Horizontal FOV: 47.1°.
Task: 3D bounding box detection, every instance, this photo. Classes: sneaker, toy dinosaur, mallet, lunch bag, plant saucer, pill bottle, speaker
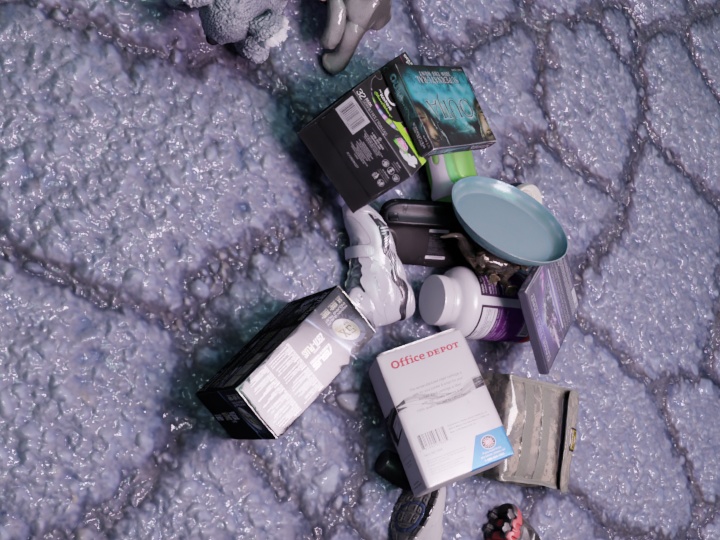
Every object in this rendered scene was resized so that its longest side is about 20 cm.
[{"bbox_3d":[0.000,0.000,1.240,0.114,0.075,0.202,-29,98,-33],"label":"sneaker"},{"bbox_3d":[0.197,-0.020,1.273,0.197,0.102,0.078,7,113,-20],"label":"toy dinosaur"},{"bbox_3d":[0.075,0.230,1.266,0.065,0.041,0.203,27,64,-21],"label":"mallet"},{"bbox_3d":[0.276,0.262,1.325,0.198,0.117,0.167,15,78,-30],"label":"lunch bag"},{"bbox_3d":[0.087,0.409,1.224,0.087,0.074,0.203,30,73,-34],"label":"sneaker"},{"bbox_3d":[0.224,-0.072,1.264,0.197,0.028,0.202,17,38,-13],"label":"plant saucer"},{"bbox_3d":[0.195,0.054,1.321,0.197,0.112,0.115,7,77,-28],"label":"pill bottle"},{"bbox_3d":[0.206,-0.082,1.385,0.198,0.085,0.076,-29,109,-7],"label":"sneaker"},{"bbox_3d":[0.141,-0.204,1.356,0.087,0.088,0.204,-8,84,-31],"label":"speaker"},{"bbox_3d":[0.221,0.471,1.278,0.097,0.071,0.202,37,63,-16],"label":"sneaker"}]

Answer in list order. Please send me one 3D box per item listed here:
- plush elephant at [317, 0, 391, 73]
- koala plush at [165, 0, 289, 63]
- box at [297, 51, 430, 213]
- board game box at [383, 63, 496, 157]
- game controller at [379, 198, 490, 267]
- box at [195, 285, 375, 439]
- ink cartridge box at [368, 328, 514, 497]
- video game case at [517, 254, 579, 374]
[{"bbox_3d":[-0.037,-0.434,1.264,0.154,0.200,0.165,38,70,3],"label":"plush elephant"},{"bbox_3d":[-0.169,-0.373,1.110,0.176,0.184,0.201,32,26,-19],"label":"koala plush"},{"bbox_3d":[0.030,-0.210,1.234,0.149,0.123,0.200,54,37,-10],"label":"box"},{"bbox_3d":[0.124,-0.242,1.240,0.199,0.028,0.137,-18,81,-52],"label":"board game box"},{"bbox_3d":[0.120,-0.057,1.308,0.196,0.042,0.106,3,117,-16],"label":"game controller"},{"bbox_3d":[-0.101,0.125,1.106,0.086,0.163,0.200,51,60,-11],"label":"box"},{"bbox_3d":[0.114,0.206,1.213,0.142,0.084,0.203,-16,70,-17],"label":"ink cartridge box"},{"bbox_3d":[0.300,0.047,1.303,0.200,0.019,0.145,-47,124,-49],"label":"video game case"}]
